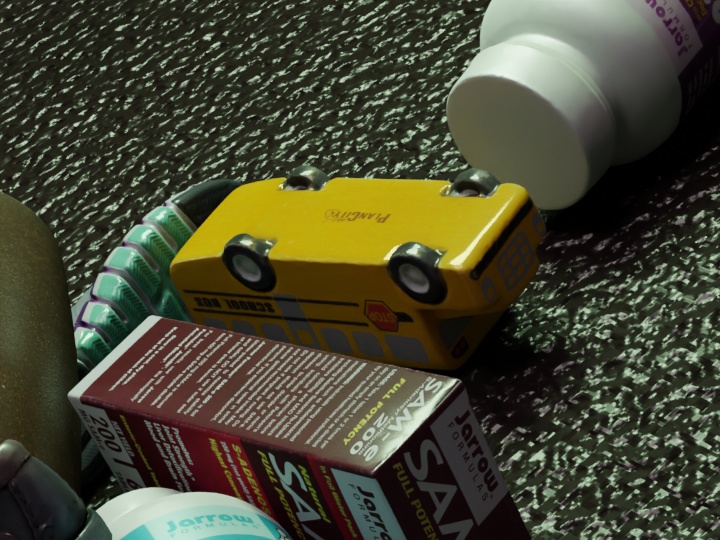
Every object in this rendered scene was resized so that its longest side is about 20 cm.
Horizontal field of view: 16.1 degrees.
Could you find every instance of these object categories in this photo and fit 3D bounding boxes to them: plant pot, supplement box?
[{"bbox_3d":[-0.199,0.062,1.146,0.186,0.187,0.201,-12,42,24],"label":"plant pot"},{"bbox_3d":[-0.024,0.089,1.071,0.199,0.109,0.061,8,44,47],"label":"supplement box"}]

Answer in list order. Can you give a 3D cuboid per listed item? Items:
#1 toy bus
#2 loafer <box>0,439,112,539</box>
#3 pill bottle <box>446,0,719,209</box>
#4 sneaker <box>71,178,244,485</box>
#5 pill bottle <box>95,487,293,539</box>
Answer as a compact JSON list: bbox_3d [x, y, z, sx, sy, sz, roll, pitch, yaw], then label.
[{"bbox_3d":[0.000,0.000,1.217,0.199,0.079,0.065,3,41,41],"label":"toy bus"},{"bbox_3d":[-0.189,0.118,1.017,0.199,0.063,0.072,-23,19,30],"label":"loafer"},{"bbox_3d":[0.129,-0.124,1.269,0.112,0.113,0.200,5,43,42],"label":"pill bottle"},{"bbox_3d":[-0.130,0.025,1.293,0.087,0.075,0.200,0,40,46],"label":"sneaker"},{"bbox_3d":[-0.053,0.158,0.988,0.110,0.111,0.200,-33,31,-10],"label":"pill bottle"}]
